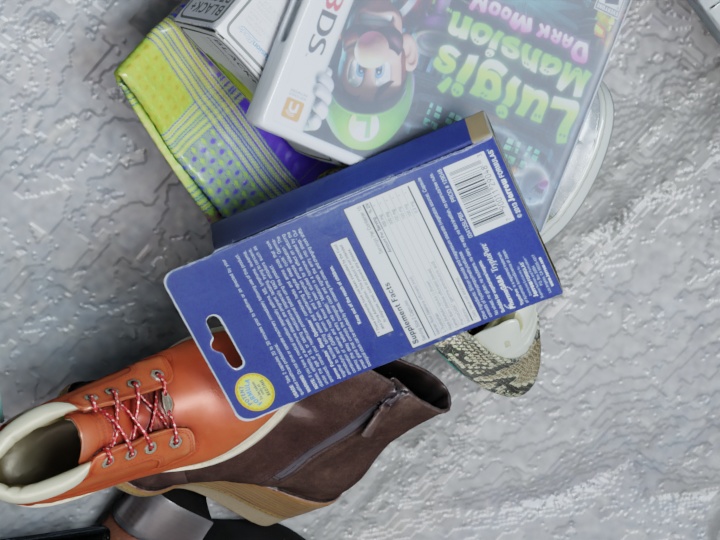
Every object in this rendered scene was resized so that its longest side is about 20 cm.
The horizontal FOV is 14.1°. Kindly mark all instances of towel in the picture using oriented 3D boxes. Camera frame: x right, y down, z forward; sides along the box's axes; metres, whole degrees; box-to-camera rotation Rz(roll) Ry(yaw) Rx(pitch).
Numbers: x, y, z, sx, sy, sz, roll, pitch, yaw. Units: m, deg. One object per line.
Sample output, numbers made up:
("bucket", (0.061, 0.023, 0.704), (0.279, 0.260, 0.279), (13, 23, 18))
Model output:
("towel", (-0.035, -0.125, 1.675), (0.200, 0.023, 0.144), (-42, 116, -16))

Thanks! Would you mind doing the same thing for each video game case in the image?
("video game case", (0.052, -0.132, 1.626), (0.199, 0.023, 0.183), (22, 90, -31))

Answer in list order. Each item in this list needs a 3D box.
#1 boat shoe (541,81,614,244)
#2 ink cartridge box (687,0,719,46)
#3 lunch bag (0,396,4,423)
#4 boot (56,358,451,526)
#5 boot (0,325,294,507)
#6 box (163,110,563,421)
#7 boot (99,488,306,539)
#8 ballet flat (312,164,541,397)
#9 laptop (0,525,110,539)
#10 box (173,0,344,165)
("boat shoe", (0.072, -0.042, 1.750), (0.065, 0.075, 0.202), (27, 116, -40))
("ink cartridge box", (0.225, -0.167, 1.642), (0.085, 0.145, 0.200), (-37, 143, 8))
("lunch bag", (-0.297, -0.008, 1.667), (0.169, 0.122, 0.201), (-9, 124, -7))
("boot", (-0.065, 0.080, 1.763), (0.200, 0.073, 0.166), (25, 132, -37))
("boot", (-0.125, 0.087, 1.671), (0.199, 0.107, 0.075), (-23, 86, 2))
("box", (0.000, 0.000, 1.625), (0.199, 0.032, 0.121), (-23, 126, 5))
("boot", (-0.116, 0.246, 1.863), (0.188, 0.069, 0.200), (28, 109, -23))
("ballet flat", (0.054, 0.006, 1.692), (0.200, 0.068, 0.075), (41, 143, -26))
("laptop", (-0.278, 0.227, 1.827), (0.199, 0.116, 0.188), (-6, 119, -29))
("box", (0.003, -0.172, 1.640), (0.117, 0.060, 0.200), (44, 78, -28))
